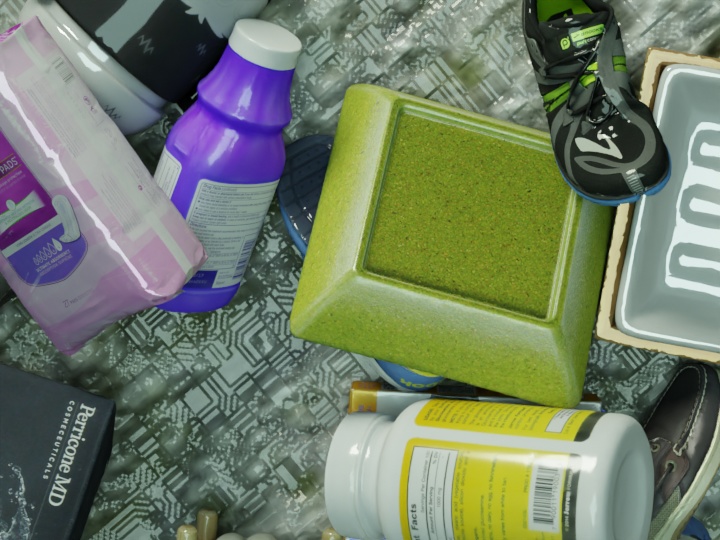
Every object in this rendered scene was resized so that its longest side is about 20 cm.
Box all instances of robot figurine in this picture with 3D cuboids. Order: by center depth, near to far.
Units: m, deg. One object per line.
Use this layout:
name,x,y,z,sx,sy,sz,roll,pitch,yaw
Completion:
robot figurine,-0.139,-0.184,1.549,0.150,0.125,0.200,43,95,3

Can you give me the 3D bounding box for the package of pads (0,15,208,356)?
package of pads,-0.199,-0.052,1.502,0.120,0.076,0.201,-27,102,40

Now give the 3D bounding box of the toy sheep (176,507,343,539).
toy sheep,-0.080,0.238,1.589,0.198,0.138,0.139,8,96,16

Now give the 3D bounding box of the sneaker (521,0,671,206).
sneaker,0.145,-0.125,1.523,0.070,0.083,0.201,-21,57,5

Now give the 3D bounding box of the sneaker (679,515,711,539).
sneaker,0.222,0.271,1.589,0.080,0.115,0.201,-9,95,3

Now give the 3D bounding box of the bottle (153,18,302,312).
bottle,-0.093,-0.069,1.553,0.065,0.083,0.201,42,122,37

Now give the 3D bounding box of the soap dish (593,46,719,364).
soap dish,0.250,-0.039,1.574,0.156,0.081,0.202,10,96,0

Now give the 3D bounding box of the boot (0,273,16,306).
boot,-0.275,-0.048,1.592,0.173,0.069,0.201,-26,96,4

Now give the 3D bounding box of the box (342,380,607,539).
box,0.088,0.143,1.617,0.198,0.041,0.120,3,96,3

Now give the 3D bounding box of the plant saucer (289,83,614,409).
plant saucer,0.071,-0.028,1.540,0.198,0.048,0.201,15,62,-4

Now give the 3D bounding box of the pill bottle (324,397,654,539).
pill bottle,0.083,0.142,1.520,0.199,0.112,0.113,4,96,25

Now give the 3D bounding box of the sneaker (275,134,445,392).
sneaker,0.000,0.000,1.586,0.074,0.082,0.201,-25,72,-16

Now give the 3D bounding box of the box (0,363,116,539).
box,-0.286,0.161,1.550,0.198,0.118,0.198,17,65,-1

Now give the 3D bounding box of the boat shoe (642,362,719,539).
boat shoe,0.189,0.145,1.574,0.065,0.072,0.201,32,77,-20
